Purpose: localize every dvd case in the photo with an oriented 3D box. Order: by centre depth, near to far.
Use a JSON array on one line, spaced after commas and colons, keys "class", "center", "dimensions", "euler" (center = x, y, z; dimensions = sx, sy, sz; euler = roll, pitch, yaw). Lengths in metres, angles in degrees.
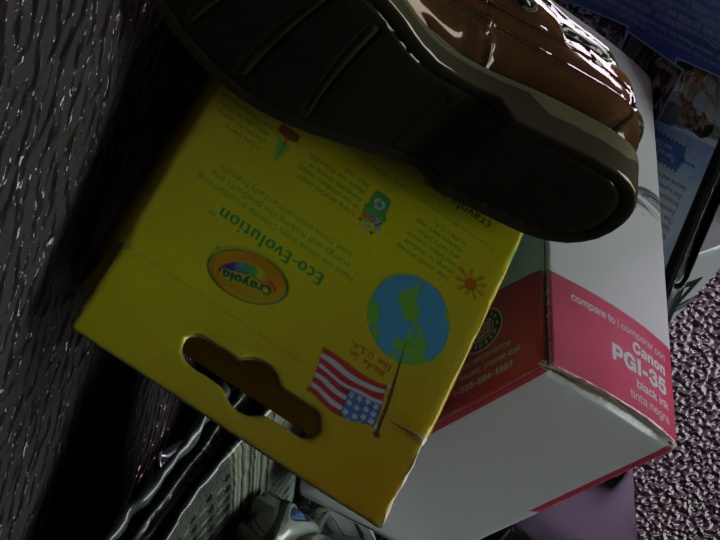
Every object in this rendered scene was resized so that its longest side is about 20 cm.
[{"class": "dvd case", "center": [0.114, -0.066, 0.841], "dimensions": [0.017, 0.142, 0.201], "euler": [-5, 122, -47]}]

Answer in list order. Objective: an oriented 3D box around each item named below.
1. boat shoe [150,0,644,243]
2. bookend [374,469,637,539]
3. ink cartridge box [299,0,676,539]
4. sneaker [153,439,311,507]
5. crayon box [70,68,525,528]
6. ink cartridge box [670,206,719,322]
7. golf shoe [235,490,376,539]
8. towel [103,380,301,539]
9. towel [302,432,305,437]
[{"class": "boat shoe", "center": [0.012, -0.082, 0.592], "dimensions": [0.072, 0.199, 0.068], "euler": [-29, -140, 42]}, {"class": "bookend", "center": [0.065, 0.194, 0.928], "dimensions": [0.199, 0.092, 0.201], "euler": [-55, -162, 38]}, {"class": "ink cartridge box", "center": [0.055, 0.002, 0.772], "dimensions": [0.146, 0.083, 0.201], "euler": [-32, -140, 38]}, {"class": "sneaker", "center": [-0.078, 0.155, 0.884], "dimensions": [0.201, 0.083, 0.121], "euler": [-72, 176, -49]}, {"class": "crayon box", "center": [-0.011, -0.022, 0.628], "dimensions": [0.051, 0.127, 0.201], "euler": [-36, -157, 59]}, {"class": "ink cartridge box", "center": [0.123, -0.027, 0.921], "dimensions": [0.116, 0.067, 0.200], "euler": [62, -28, 20]}, {"class": "golf shoe", "center": [-0.008, 0.153, 0.796], "dimensions": [0.079, 0.097, 0.200], "euler": [-58, 169, 1]}, {"class": "towel", "center": [-0.087, 0.129, 0.734], "dimensions": [0.193, 0.034, 0.200], "euler": [-51, 167, -25]}, {"class": "towel", "center": [-0.032, 0.094, 1.036], "dimensions": [0.193, 0.034, 0.201], "euler": [107, -21, -51]}]
